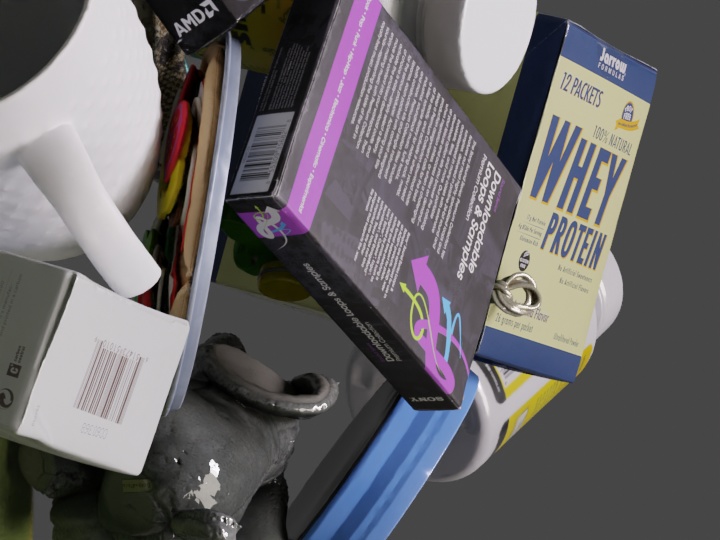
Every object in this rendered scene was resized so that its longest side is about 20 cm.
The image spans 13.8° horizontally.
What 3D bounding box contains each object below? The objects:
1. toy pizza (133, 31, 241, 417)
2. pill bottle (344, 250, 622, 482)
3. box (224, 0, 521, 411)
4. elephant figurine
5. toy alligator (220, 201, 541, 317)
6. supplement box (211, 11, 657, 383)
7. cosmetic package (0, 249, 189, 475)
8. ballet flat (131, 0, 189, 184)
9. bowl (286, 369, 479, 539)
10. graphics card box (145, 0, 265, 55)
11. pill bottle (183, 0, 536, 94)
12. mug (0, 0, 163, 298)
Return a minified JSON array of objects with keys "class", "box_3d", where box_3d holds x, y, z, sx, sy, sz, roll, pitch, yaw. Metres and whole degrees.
[{"class":"toy pizza","box_3d":[-0.092,-0.026,1.513,0.200,0.032,0.201,-171,-90,-84]},{"class":"pill bottle","box_3d":[0.087,0.046,1.968,0.200,0.114,0.115,-38,134,-47]},{"class":"box","box_3d":[0.011,-0.039,1.528,0.200,0.036,0.143,49,48,-42]},{"class":"elephant figurine","box_3d":[-0.078,0.091,1.655,0.200,0.141,0.156,-8,70,-47]},{"class":"toy alligator","box_3d":[0.000,0.000,1.619,0.199,0.054,0.059,16,65,-23]},{"class":"supplement box","box_3d":[0.039,-0.058,1.751,0.134,0.199,0.201,18,87,-60]},{"class":"cosmetic package","box_3d":[-0.195,0.026,1.388,0.113,0.200,0.081,29,80,-61]},{"class":"ballet flat","box_3d":[-0.124,-0.127,1.584,0.075,0.068,0.201,-18,127,-33]},{"class":"bowl","box_3d":[-0.005,0.132,1.736,0.201,0.039,0.201,-54,-176,5]},{"class":"graphics card box","box_3d":[-0.099,-0.221,1.486,0.200,0.051,0.125,55,46,-8]},{"class":"pill bottle","box_3d":[-0.010,-0.155,1.624,0.113,0.200,0.113,-33,130,-50]},{"class":"mug","box_3d":[-0.157,-0.068,1.423,0.147,0.200,0.175,-34,148,-5]}]
